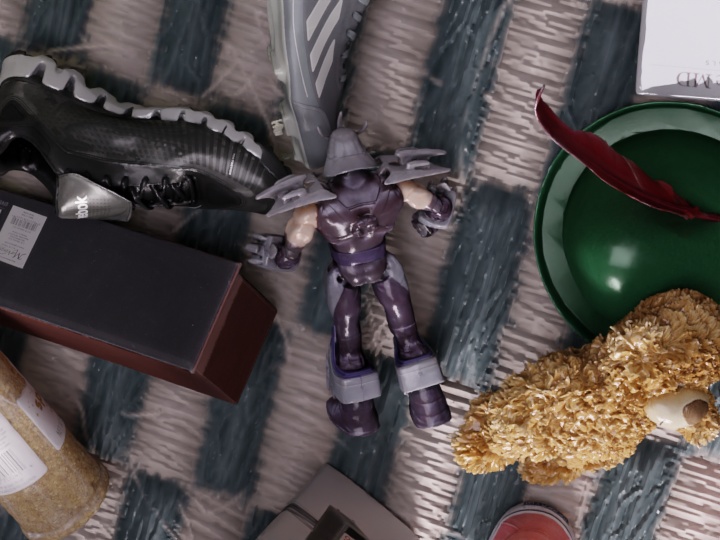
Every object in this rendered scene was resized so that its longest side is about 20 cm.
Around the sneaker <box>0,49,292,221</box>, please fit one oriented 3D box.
[{"bbox_3d":[-0.141,-0.059,1.329,0.200,0.091,0.067,20,150,10],"label":"sneaker"}]

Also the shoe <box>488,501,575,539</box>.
[{"bbox_3d":[0.077,0.245,1.371,0.071,0.091,0.201,20,109,7],"label":"shoe"}]

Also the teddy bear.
[{"bbox_3d":[0.138,0.082,1.278,0.200,0.067,0.145,-23,142,33],"label":"teddy bear"}]

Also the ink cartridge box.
[{"bbox_3d":[-0.058,0.220,1.340,0.083,0.200,0.147,40,110,3],"label":"ink cartridge box"}]

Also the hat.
[{"bbox_3d":[0.158,0.000,1.234,0.200,0.176,0.166,31,111,3],"label":"hat"}]

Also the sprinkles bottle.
[{"bbox_3d":[-0.236,0.082,1.373,0.068,0.068,0.200,-24,123,19],"label":"sprinkles bottle"}]

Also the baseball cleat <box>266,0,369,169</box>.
[{"bbox_3d":[-0.011,-0.156,1.288,0.106,0.070,0.200,-10,116,-3],"label":"baseball cleat"}]

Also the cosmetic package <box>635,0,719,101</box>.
[{"bbox_3d":[0.210,-0.196,1.222,0.101,0.071,0.201,5,108,12],"label":"cosmetic package"}]

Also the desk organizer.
[{"bbox_3d":[-0.159,0.014,1.367,0.200,0.077,0.072,17,76,24],"label":"desk organizer"}]

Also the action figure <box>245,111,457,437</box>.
[{"bbox_3d":[0.000,0.000,1.320,0.130,0.069,0.200,-10,114,-2],"label":"action figure"}]
